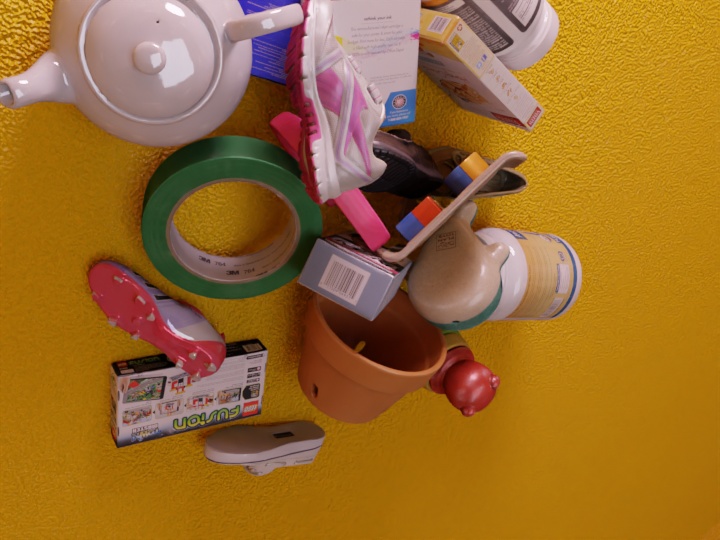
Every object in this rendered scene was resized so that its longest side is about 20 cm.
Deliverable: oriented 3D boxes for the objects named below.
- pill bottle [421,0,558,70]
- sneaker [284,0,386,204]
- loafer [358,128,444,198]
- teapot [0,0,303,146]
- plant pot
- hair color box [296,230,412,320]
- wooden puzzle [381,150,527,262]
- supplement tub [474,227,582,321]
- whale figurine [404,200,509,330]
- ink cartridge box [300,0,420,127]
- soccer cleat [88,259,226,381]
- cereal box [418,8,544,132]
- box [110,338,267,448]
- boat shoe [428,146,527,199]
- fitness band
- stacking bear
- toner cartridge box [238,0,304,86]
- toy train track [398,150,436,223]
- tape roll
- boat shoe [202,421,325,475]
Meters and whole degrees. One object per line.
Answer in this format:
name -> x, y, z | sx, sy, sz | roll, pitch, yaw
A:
pill bottle -> 0.154, -0.339, 0.810 | 0.200, 0.116, 0.117 | 23, 100, -42
sneaker -> -0.022, -0.171, 0.658 | 0.088, 0.081, 0.200 | -10, 105, -16
loafer -> 0.035, -0.137, 0.801 | 0.073, 0.071, 0.200 | -26, 165, 22
teapot -> -0.184, -0.200, 0.596 | 0.197, 0.146, 0.200 | 26, 101, -24
plant pot -> -0.001, 0.116, 0.916 | 0.200, 0.200, 0.140 | 4, 129, -37
hair color box -> 0.000, 0.000, 0.827 | 0.061, 0.099, 0.200 | -64, 174, 9
wooden puzzle -> 0.111, -0.089, 0.829 | 0.200, 0.185, 0.046 | -39, 88, 11
supplement tub -> 0.237, 0.008, 1.040 | 0.200, 0.145, 0.145 | 3, 113, -37
whale figurine -> 0.138, -0.005, 0.937 | 0.159, 0.200, 0.104 | -14, 141, 21
ink cartridge box -> 0.000, -0.260, 0.717 | 0.116, 0.067, 0.200 | -16, 122, -29
soccer cleat -> -0.240, 0.053, 0.790 | 0.067, 0.077, 0.200 | -32, 119, 21
cereal box -> 0.125, -0.252, 0.818 | 0.200, 0.144, 0.040 | 29, 96, -41
box -> -0.225, 0.160, 0.869 | 0.200, 0.035, 0.110 | -6, 118, -33
boat shoe -> 0.161, -0.135, 0.946 | 0.200, 0.063, 0.073 | 1, 104, -43
fitness band -> -0.033, -0.105, 0.779 | 0.037, 0.144, 0.200 | -40, 121, -2
stacking bear -> 0.124, 0.140, 0.992 | 0.121, 0.200, 0.114 | -44, 135, -7
toner cartridge box -> -0.071, -0.256, 0.743 | 0.200, 0.043, 0.095 | 8, 111, -38
toy train track -> 0.037, -0.121, 0.891 | 0.200, 0.032, 0.115 | 10, 96, -51
tape roll -> -0.145, -0.055, 0.750 | 0.200, 0.048, 0.201 | -8, 132, -9
boat shoe -> -0.144, 0.272, 0.971 | 0.200, 0.071, 0.070 | 4, 110, -44
